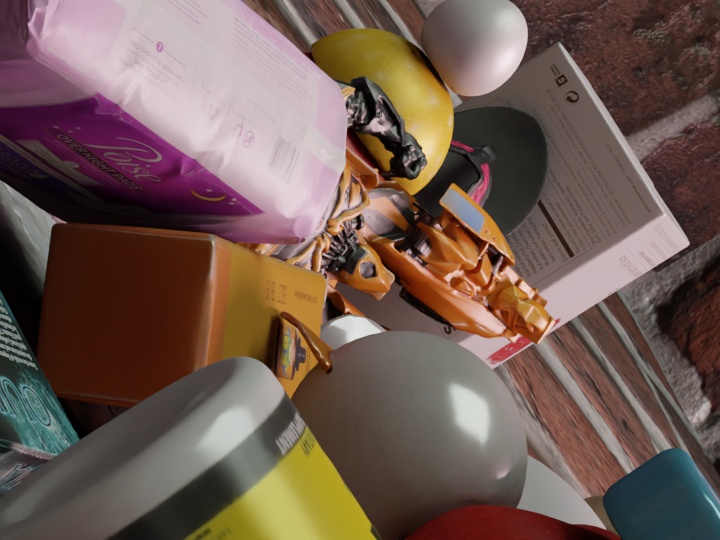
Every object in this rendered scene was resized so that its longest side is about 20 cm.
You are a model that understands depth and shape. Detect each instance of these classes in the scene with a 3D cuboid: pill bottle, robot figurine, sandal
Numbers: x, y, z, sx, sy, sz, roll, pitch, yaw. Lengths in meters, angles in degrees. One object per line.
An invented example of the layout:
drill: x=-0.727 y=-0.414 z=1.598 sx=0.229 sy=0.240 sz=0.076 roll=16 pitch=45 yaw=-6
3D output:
pill bottle: x=-0.023 y=0.136 z=0.851 sx=0.200 sy=0.114 sz=0.114 roll=57 pitch=8 yaw=-8
robot figurine: x=0.000 y=0.000 z=1.352 sx=0.058 sy=0.145 sz=0.200 roll=26 pitch=-11 yaw=48
sandal: x=0.023 y=-0.039 z=1.551 sx=0.075 sy=0.200 sz=0.045 roll=64 pitch=-29 yaw=12

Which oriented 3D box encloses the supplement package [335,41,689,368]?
supplement package: x=0.068 y=-0.018 z=1.671 sx=0.120 sy=0.200 sz=0.121 roll=59 pitch=7 yaw=13

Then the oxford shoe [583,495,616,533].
oxford shoe: x=0.118 y=0.194 z=1.439 sx=0.070 sy=0.075 sz=0.200 roll=58 pitch=31 yaw=-51

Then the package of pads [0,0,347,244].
package of pads: x=-0.102 y=-0.075 z=1.052 sx=0.200 sy=0.120 sz=0.076 roll=36 pitch=63 yaw=-54

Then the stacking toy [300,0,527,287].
stacking toy: x=-0.004 y=-0.067 z=1.418 sx=0.146 sy=0.200 sz=0.146 roll=57 pitch=8 yaw=-12

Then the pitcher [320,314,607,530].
pitcher: x=0.048 y=0.133 z=1.289 sx=0.172 sy=0.121 sz=0.200 roll=46 pitch=3 yaw=-45

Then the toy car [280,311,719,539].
toy car: x=0.034 y=0.095 z=1.112 sx=0.200 sy=0.184 sz=0.177 roll=58 pitch=7 yaw=23

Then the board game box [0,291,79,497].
board game box: x=-0.152 y=0.001 z=0.878 sx=0.135 sy=0.028 sz=0.200 roll=61 pitch=8 yaw=16

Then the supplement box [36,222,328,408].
supplement box: x=-0.064 y=0.024 z=1.133 sx=0.200 sy=0.069 sz=0.067 roll=21 pitch=75 yaw=-76
